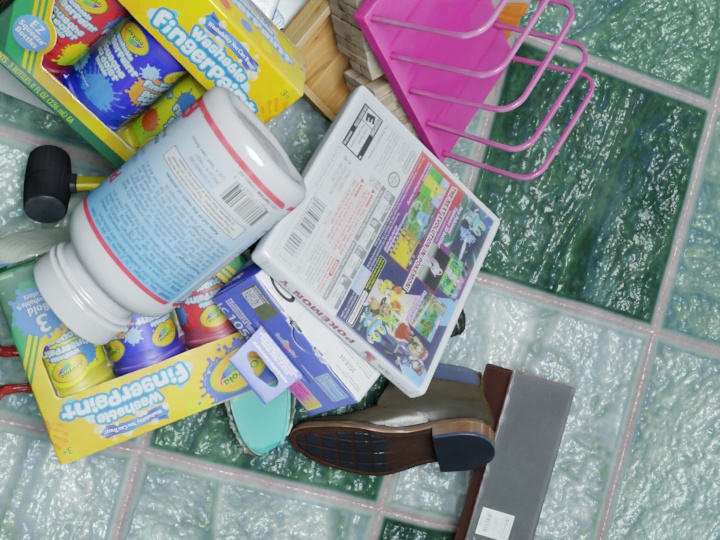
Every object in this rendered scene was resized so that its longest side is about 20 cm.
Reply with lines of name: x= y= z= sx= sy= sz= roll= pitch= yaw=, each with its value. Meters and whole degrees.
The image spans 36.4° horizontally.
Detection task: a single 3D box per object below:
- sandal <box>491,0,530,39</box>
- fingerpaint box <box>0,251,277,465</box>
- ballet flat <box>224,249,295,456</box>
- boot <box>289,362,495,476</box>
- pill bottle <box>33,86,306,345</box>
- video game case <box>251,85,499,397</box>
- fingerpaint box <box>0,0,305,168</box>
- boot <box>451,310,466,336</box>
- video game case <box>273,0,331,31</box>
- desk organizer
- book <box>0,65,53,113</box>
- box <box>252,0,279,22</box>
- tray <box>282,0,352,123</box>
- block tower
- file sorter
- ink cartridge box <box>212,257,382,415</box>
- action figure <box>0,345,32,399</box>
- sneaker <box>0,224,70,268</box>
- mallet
sandal: x=0.134 y=-0.283 z=1.081 sx=0.207 sy=0.059 sz=0.079 roll=-48 pitch=139 yaw=1
fingerpaint box: x=-0.189 y=0.047 z=0.933 sx=0.198 sy=0.073 sz=0.168 roll=-19 pitch=100 yaw=-13
ballet flat: x=-0.104 y=0.070 z=1.029 sx=0.071 sy=0.072 sz=0.202 roll=-11 pitch=98 yaw=-14
boot: x=0.034 y=0.143 z=1.078 sx=0.198 sy=0.097 sz=0.075 roll=1 pitch=131 yaw=8
pill bottle: x=-0.147 y=-0.037 z=0.830 sx=0.200 sy=0.109 sz=0.109 roll=-39 pitch=102 yaw=8
video game case: x=0.021 y=-0.027 z=0.913 sx=0.182 sy=0.023 sz=0.201 roll=42 pitch=53 yaw=-19
fingerpaint box: x=-0.170 y=-0.176 z=0.873 sx=0.166 sy=0.074 sz=0.200 roll=-33 pitch=120 yaw=22
boot: x=0.001 y=0.000 z=1.048 sx=0.209 sy=0.079 sz=0.160 roll=-5 pitch=93 yaw=-16
video game case: x=-0.100 y=-0.305 z=1.026 sx=0.181 sy=0.045 sz=0.201 roll=-40 pitch=102 yaw=-9
desk organizer: x=0.142 y=0.200 z=1.095 sx=0.071 sy=0.077 sz=0.202 roll=17 pitch=88 yaw=-15
book: x=-0.229 y=-0.192 z=0.959 sx=0.198 sy=0.048 sz=0.134 roll=21 pitch=126 yaw=-13
box: x=-0.134 y=-0.327 z=0.938 sx=0.183 sy=0.105 sz=0.202 roll=21 pitch=88 yaw=-14
tray: x=0.007 y=-0.245 z=1.027 sx=0.200 sy=0.037 sz=0.099 roll=-51 pitch=136 yaw=-1
block tower: x=0.017 y=-0.194 z=1.005 sx=0.058 sy=0.054 sz=0.201 roll=-32 pitch=134 yaw=-19
file sorter: x=0.114 y=-0.195 z=0.966 sx=0.140 sy=0.125 sz=0.200 roll=-56 pitch=142 yaw=-16
ink cartridge box: x=-0.027 y=0.024 z=0.919 sx=0.137 sy=0.076 sz=0.200 roll=51 pitch=50 yaw=-12
action figure: x=-0.233 y=0.089 z=1.006 sx=0.198 sy=0.052 sz=0.066 roll=-3 pitch=89 yaw=-18
sneaker: x=-0.231 y=-0.016 z=0.995 sx=0.198 sy=0.072 sz=0.073 roll=-14 pitch=125 yaw=-16
mallet: x=-0.202 y=-0.070 z=0.979 sx=0.198 sy=0.041 sz=0.066 roll=5 pitch=54 yaw=-3
